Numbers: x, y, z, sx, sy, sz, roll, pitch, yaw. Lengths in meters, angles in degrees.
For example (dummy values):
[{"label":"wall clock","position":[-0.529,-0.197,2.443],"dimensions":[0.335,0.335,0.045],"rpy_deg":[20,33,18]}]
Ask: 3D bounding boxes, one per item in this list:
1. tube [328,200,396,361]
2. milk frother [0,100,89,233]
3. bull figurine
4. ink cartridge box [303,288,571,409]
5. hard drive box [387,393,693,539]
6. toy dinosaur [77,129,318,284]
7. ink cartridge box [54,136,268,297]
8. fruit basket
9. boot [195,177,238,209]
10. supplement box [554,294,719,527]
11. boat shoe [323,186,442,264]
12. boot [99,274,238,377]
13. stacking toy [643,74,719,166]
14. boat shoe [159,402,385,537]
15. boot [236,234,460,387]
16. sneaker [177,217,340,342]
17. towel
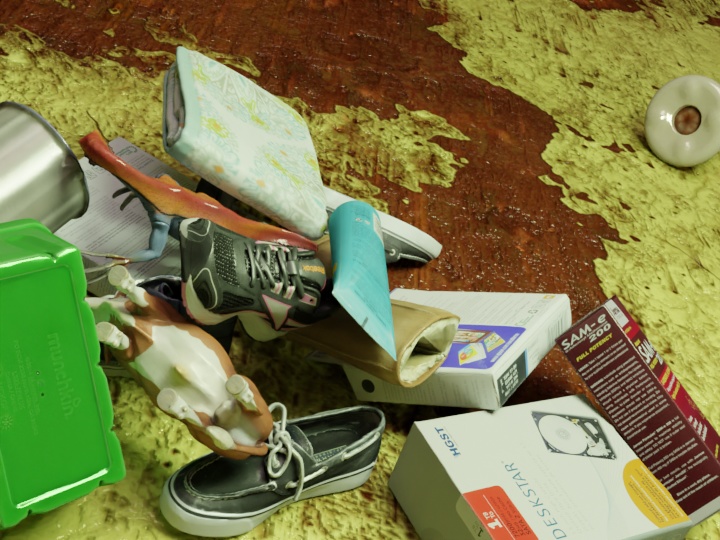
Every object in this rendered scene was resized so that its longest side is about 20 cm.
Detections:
[{"label":"tube","position":[0.000,0.000,0.849],"dimensions":[0.077,0.050,0.201],"rpy_deg":[42,16,-19]},{"label":"milk frother","position":[-0.353,-0.082,0.789],"dimensions":[0.178,0.202,0.188],"rpy_deg":[21,48,25]},{"label":"bull figurine","position":[-0.143,0.062,0.723],"dimensions":[0.199,0.122,0.065],"rpy_deg":[36,79,13]},{"label":"ink cartridge box","position":[0.078,0.069,0.955],"dimensions":[0.197,0.044,0.198],"rpy_deg":[2,20,31]},{"label":"hard drive box","position":[0.147,0.194,0.824],"dimensions":[0.197,0.078,0.156],"rpy_deg":[-4,40,-34]},{"label":"toy dinosaur","position":[-0.158,-0.063,0.860],"dimensions":[0.197,0.182,0.106],"rpy_deg":[-23,55,-3]},{"label":"ink cartridge box","position":[-0.218,-0.040,0.982],"dimensions":[0.198,0.044,0.197],"rpy_deg":[31,34,7]},{"label":"fruit basket","position":[-0.273,0.076,0.689],"dimensions":[0.154,0.218,0.215],"rpy_deg":[-17,48,-42]},{"label":"boot","position":[-0.100,-0.093,1.047],"dimensions":[0.129,0.068,0.201],"rpy_deg":[25,26,-15]},{"label":"supplement box","position":[0.267,0.124,0.917],"dimensions":[0.201,0.061,0.109],"rpy_deg":[55,19,9]},{"label":"boat shoe","position":[0.008,-0.034,1.076],"dimensions":[0.199,0.067,0.070],"rpy_deg":[22,3,-45]},{"label":"boot","position":[-0.201,0.039,0.831],"dimensions":[0.197,0.091,0.073],"rpy_deg":[8,35,-19]},{"label":"stacking toy","position":[0.574,-0.235,1.663],"dimensions":[0.146,0.147,0.199],"rpy_deg":[44,21,31]},{"label":"boat shoe","position":[-0.061,0.148,0.777],"dimensions":[0.197,0.069,0.074],"rpy_deg":[-4,40,-34]},{"label":"boot","position":[0.006,0.035,0.915],"dimensions":[0.198,0.067,0.175],"rpy_deg":[11,36,37]},{"label":"sneaker","position":[-0.073,0.002,0.779],"dimensions":[0.085,0.082,0.200],"rpy_deg":[-12,-13,15]},{"label":"towel","position":[-0.112,-0.129,0.966],"dimensions":[0.170,0.048,0.201],"rpy_deg":[29,27,-28]}]
